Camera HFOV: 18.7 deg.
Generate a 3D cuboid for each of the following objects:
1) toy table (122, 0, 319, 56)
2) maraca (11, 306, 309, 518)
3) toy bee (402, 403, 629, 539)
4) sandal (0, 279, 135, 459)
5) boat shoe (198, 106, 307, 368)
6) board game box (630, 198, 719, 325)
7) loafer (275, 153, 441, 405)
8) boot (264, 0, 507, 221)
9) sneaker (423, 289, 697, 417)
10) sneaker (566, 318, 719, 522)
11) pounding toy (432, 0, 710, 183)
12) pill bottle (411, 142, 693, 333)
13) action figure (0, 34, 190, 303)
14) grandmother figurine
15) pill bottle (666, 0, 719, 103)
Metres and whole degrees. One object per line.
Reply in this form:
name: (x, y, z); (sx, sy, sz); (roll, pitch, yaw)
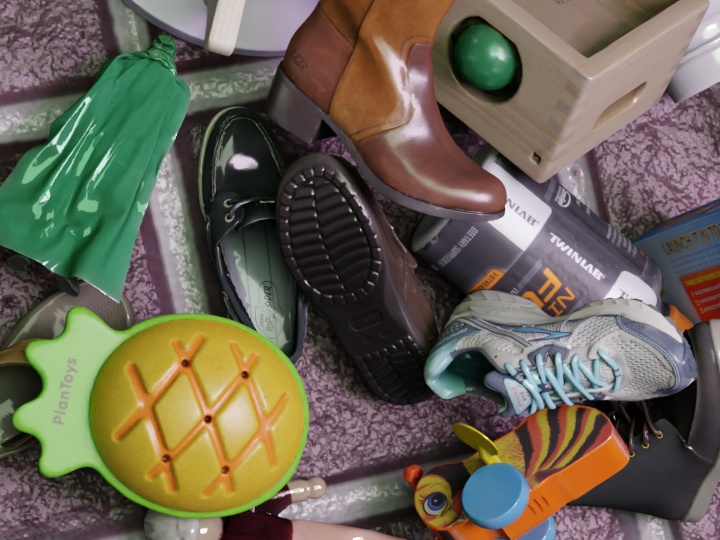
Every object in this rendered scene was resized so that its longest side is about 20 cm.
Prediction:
toy table: (-0.084, -0.230, 1.532); (0.199, 0.117, 0.185); (3, 82, -13)
maraca: (-0.132, 0.094, 1.467); (0.199, 0.107, 0.138); (11, 83, -13)
toy bee: (0.080, 0.151, 1.505); (0.199, 0.109, 0.131); (-25, 132, -19)
sandal: (-0.236, 0.079, 1.486); (0.200, 0.055, 0.082); (-33, 92, -16)
boat shoe: (-0.072, -0.021, 1.535); (0.074, 0.066, 0.201); (0, 83, -14)
board game box: (0.290, 0.043, 1.552); (0.056, 0.200, 0.196); (-29, 92, -20)
loafer: (0.000, 0.000, 1.533); (0.073, 0.071, 0.201); (-14, 117, 20)
boot: (0.050, -0.151, 1.448); (0.188, 0.068, 0.201); (35, 114, 17)
sneaker: (0.131, 0.070, 1.471); (0.086, 0.199, 0.078); (-44, 124, -41)
sneaker: (0.199, 0.111, 1.526); (0.106, 0.201, 0.075); (0, 47, -4)
pounding toy: (0.099, -0.157, 1.536); (0.184, 0.142, 0.200); (40, 46, 17)
pill bottle: (0.143, 0.005, 1.567); (0.200, 0.106, 0.106); (38, 76, -7)
action figure: (-0.176, -0.082, 1.518); (0.118, 0.055, 0.201); (27, 68, 0)
grandmother figurine: (-0.055, 0.200, 1.521); (0.199, 0.061, 0.122); (17, 52, -9)
pill bottle: (0.222, -0.230, 1.614); (0.111, 0.111, 0.201); (-28, 90, -16)
